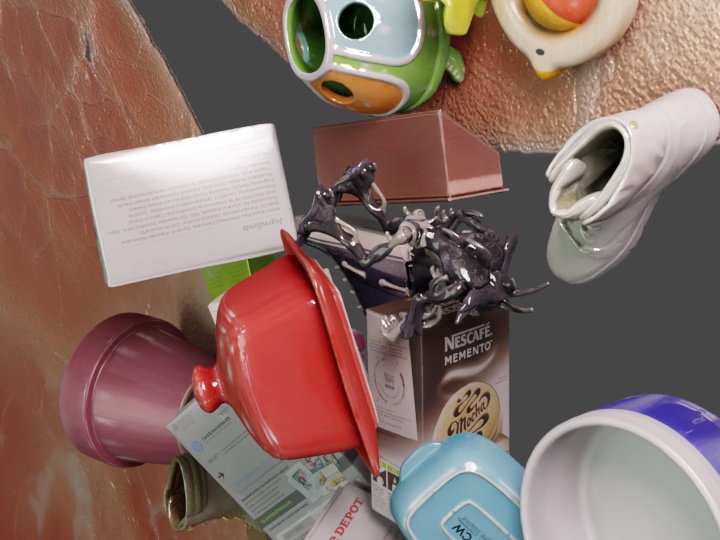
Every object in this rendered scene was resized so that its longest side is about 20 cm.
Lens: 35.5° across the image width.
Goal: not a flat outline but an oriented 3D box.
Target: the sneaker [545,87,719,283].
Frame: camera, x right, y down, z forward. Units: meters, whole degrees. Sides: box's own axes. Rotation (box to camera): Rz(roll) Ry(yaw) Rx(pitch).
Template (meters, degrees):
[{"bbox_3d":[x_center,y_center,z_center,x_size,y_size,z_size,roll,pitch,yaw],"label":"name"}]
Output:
[{"bbox_3d":[0.168,-0.052,0.838,0.074,0.115,0.201,55,141,23],"label":"sneaker"}]

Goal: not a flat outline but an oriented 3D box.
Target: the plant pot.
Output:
[{"bbox_3d":[-0.253,0.167,1.446,0.178,0.199,0.202,11,112,34],"label":"plant pot"}]

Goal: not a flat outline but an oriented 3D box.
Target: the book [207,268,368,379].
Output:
[{"bbox_3d":[-0.059,0.106,1.158,0.133,0.048,0.202,-12,106,28],"label":"book"}]

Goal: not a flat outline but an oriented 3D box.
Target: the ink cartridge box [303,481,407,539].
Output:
[{"bbox_3d":[0.035,0.310,1.057,0.199,0.145,0.085,25,127,13],"label":"ink cartridge box"}]

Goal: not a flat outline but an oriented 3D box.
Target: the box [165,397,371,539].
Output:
[{"bbox_3d":[-0.085,0.188,1.164,0.200,0.041,0.156,46,123,-5],"label":"box"}]

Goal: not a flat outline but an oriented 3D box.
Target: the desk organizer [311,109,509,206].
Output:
[{"bbox_3d":[0.039,-0.103,1.035,0.199,0.071,0.078,2,101,54],"label":"desk organizer"}]

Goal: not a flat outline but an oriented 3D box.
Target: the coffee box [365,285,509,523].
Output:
[{"bbox_3d":[0.073,0.125,1.032,0.080,0.112,0.202,18,117,49],"label":"coffee box"}]

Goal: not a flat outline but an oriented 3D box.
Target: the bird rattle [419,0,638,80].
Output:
[{"bbox_3d":[0.149,-0.239,0.846,0.200,0.112,0.164,-34,85,40],"label":"bird rattle"}]

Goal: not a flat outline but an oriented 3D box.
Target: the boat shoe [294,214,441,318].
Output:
[{"bbox_3d":[0.000,0.000,1.118,0.199,0.074,0.094,17,109,50],"label":"boat shoe"}]

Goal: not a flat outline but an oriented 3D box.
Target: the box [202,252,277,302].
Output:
[{"bbox_3d":[-0.123,0.082,1.343,0.122,0.047,0.202,-15,88,55],"label":"box"}]

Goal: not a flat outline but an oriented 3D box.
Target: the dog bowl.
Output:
[{"bbox_3d":[0.222,0.201,0.870,0.199,0.078,0.202,17,112,47],"label":"dog bowl"}]

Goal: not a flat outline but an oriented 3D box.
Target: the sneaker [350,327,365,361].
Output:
[{"bbox_3d":[-0.057,0.124,1.247,0.087,0.073,0.201,46,132,36],"label":"sneaker"}]

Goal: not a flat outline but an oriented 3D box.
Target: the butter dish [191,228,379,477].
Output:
[{"bbox_3d":[-0.080,0.086,1.008,0.199,0.147,0.202,-134,26,-71],"label":"butter dish"}]

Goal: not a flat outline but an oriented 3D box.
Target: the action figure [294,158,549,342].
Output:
[{"bbox_3d":[0.053,-0.009,0.928,0.199,0.119,0.102,31,145,11],"label":"action figure"}]

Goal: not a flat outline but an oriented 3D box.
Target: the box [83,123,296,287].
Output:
[{"bbox_3d":[-0.186,-0.069,1.199,0.199,0.198,0.132,-170,68,-77],"label":"box"}]

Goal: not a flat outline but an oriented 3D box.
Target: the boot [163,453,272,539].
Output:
[{"bbox_3d":[-0.164,0.292,1.379,0.072,0.154,0.202,29,125,45],"label":"boot"}]

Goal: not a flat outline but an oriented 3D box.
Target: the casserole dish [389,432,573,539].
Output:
[{"bbox_3d":[0.114,0.231,0.974,0.200,0.039,0.121,44,105,-8],"label":"casserole dish"}]

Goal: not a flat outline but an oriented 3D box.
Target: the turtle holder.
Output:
[{"bbox_3d":[0.005,-0.229,0.982,0.141,0.131,0.187,29,122,48],"label":"turtle holder"}]
